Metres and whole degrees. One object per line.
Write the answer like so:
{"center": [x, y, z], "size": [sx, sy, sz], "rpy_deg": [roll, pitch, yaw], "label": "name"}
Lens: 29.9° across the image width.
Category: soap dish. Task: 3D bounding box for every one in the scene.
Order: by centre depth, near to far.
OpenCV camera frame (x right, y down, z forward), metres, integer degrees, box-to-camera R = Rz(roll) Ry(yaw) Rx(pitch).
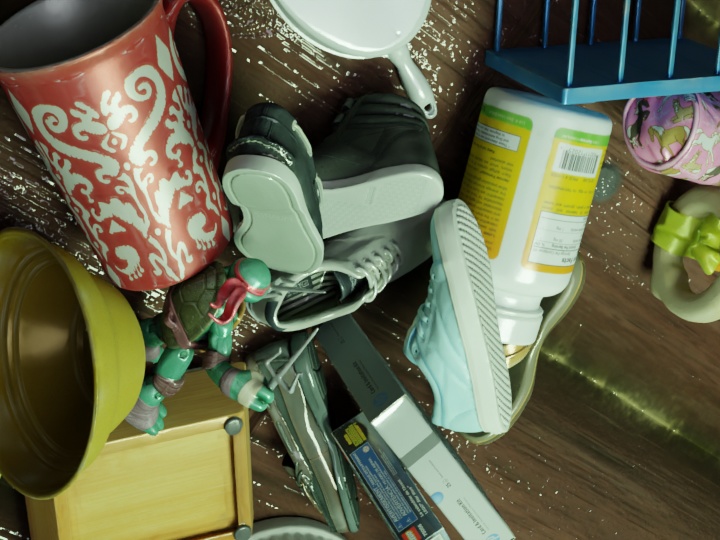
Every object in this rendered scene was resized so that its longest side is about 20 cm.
{"center": [-0.182, 0.173, 1.140], "size": [0.198, 0.081, 0.159], "rpy_deg": [-10, 117, -20], "label": "soap dish"}

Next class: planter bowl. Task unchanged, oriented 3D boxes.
{"center": [-0.221, 0.066, 1.025], "size": [0.083, 0.200, 0.202], "rpy_deg": [-6, 118, -44], "label": "planter bowl"}

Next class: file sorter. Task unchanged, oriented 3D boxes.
{"center": [0.222, -0.218, 1.100], "size": [0.198, 0.139, 0.124], "rpy_deg": [-8, 113, -20], "label": "file sorter"}

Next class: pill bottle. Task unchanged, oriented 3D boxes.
{"center": [0.135, -0.045, 1.144], "size": [0.110, 0.111, 0.202], "rpy_deg": [8, 103, -26], "label": "pill bottle"}

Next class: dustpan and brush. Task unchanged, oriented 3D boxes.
{"center": [0.018, -0.198, 1.076], "size": [0.139, 0.057, 0.201], "rpy_deg": [-35, 116, -3], "label": "dustpan and brush"}

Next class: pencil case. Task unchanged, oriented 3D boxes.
{"center": [0.322, -0.120, 1.198], "size": [0.198, 0.083, 0.087], "rpy_deg": [6, 116, -40], "label": "pencil case"}

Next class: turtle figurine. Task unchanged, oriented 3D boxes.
{"center": [-0.111, 0.041, 1.043], "size": [0.199, 0.151, 0.101], "rpy_deg": [-32, 119, 33], "label": "turtle figurine"}

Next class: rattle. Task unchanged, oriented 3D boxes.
{"center": [0.364, -0.002, 1.219], "size": [0.142, 0.199, 0.131], "rpy_deg": [27, 79, -26], "label": "rattle"}

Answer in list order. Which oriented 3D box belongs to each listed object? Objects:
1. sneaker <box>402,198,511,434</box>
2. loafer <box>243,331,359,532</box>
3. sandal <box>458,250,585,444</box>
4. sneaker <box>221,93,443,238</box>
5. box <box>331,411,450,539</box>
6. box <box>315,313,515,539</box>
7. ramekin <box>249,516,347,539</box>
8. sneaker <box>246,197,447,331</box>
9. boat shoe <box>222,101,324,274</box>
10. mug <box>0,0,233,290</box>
{"center": [0.067, 0.043, 1.091], "size": [0.081, 0.074, 0.202], "rpy_deg": [-6, 106, 18], "label": "sneaker"}
{"center": [-0.050, 0.149, 1.204], "size": [0.062, 0.072, 0.202], "rpy_deg": [-13, 113, 5], "label": "loafer"}
{"center": [0.133, 0.059, 1.221], "size": [0.054, 0.080, 0.201], "rpy_deg": [23, 98, -52], "label": "sandal"}
{"center": [-0.028, -0.086, 1.099], "size": [0.198, 0.100, 0.071], "rpy_deg": [-8, 140, 15], "label": "sneaker"}
{"center": [0.047, 0.228, 1.199], "size": [0.040, 0.137, 0.201], "rpy_deg": [-32, 141, -5], "label": "box"}
{"center": [0.046, 0.142, 1.181], "size": [0.041, 0.156, 0.200], "rpy_deg": [-38, 123, 1], "label": "box"}
{"center": [-0.071, 0.344, 1.255], "size": [0.198, 0.105, 0.202], "rpy_deg": [-10, 117, -19], "label": "ramekin"}
{"center": [0.000, 0.000, 1.142], "size": [0.199, 0.071, 0.074], "rpy_deg": [-29, 122, -11], "label": "sneaker"}
{"center": [-0.059, -0.056, 1.011], "size": [0.075, 0.200, 0.061], "rpy_deg": [10, 69, 2], "label": "boat shoe"}
{"center": [-0.155, -0.104, 0.995], "size": [0.176, 0.134, 0.201], "rpy_deg": [-25, 124, -9], "label": "mug"}
